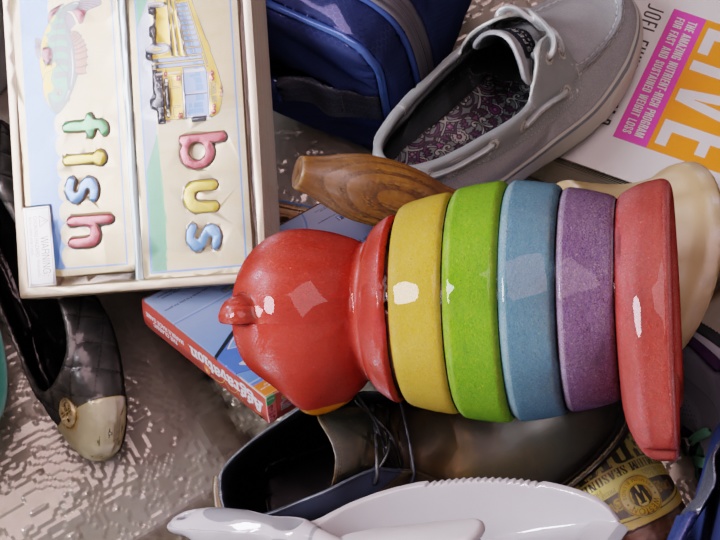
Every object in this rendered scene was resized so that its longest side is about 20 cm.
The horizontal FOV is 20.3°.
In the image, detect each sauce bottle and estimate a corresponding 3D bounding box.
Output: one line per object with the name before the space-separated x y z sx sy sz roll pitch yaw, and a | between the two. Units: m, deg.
sauce bottle | 0.124 0.113 0.985 0.064 0.065 0.201 -29 69 -8

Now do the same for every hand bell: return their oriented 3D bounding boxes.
hand bell | 0.061 -0.024 0.960 0.199 0.104 0.105 13 66 -18

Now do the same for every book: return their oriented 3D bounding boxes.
book | 0.188 -0.085 1.077 0.199 0.048 0.134 21 69 16

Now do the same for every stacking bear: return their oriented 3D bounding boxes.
stacking bear | 0.040 0.019 0.889 0.198 0.121 0.115 -2 103 11

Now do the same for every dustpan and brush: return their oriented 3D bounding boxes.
dustpan and brush | -0.002 0.126 0.875 0.199 0.058 0.139 -9 20 37

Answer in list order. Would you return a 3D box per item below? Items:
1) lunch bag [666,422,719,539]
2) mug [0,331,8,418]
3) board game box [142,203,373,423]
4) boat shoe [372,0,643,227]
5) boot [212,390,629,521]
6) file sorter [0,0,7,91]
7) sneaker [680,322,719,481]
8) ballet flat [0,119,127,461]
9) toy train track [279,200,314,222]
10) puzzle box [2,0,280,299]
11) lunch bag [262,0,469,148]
lunch bag | 0.187 0.156 0.867 0.131 0.136 0.201 16 78 4
mug | -0.259 0.032 1.013 0.114 0.185 0.153 -23 86 10
board game box | 0.000 0.000 1.012 0.199 0.020 0.103 -29 43 -29
boat shoe | 0.078 -0.093 1.024 0.070 0.072 0.201 34 63 24
boot | 0.027 0.090 0.946 0.199 0.097 0.075 -23 72 21
file sorter | -0.235 -0.203 1.073 0.124 0.200 0.139 37 74 22
sneaker | 0.190 0.111 0.977 0.087 0.074 0.200 -40 71 -7
ballet flat | -0.177 0.009 1.037 0.057 0.066 0.201 -14 73 -49
toy train track | -0.077 -0.026 1.078 0.199 0.033 0.115 12 61 3
puzzle box | -0.108 -0.089 0.985 0.132 0.025 0.202 -5 88 15
lunch bag | -0.046 -0.158 1.063 0.199 0.136 0.133 23 70 16
